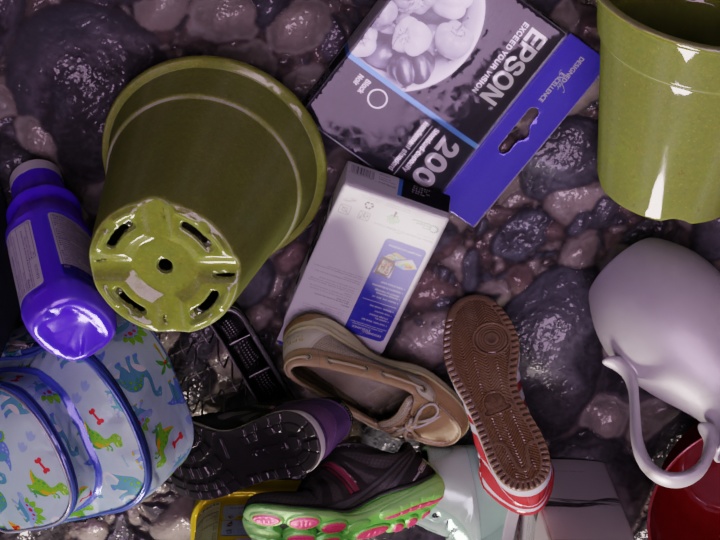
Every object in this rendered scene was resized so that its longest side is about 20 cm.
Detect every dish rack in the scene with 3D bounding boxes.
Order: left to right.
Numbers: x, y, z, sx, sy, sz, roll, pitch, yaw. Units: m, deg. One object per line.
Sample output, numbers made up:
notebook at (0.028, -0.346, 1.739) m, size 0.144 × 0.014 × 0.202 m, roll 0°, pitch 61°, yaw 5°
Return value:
dish rack at (-0.165, 0.123, 1.734) m, size 0.200 × 0.055 × 0.154 m, roll -26°, pitch 110°, yaw 10°

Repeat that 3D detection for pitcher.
pitcher at (0.272, 0.081, 1.635) m, size 0.171 × 0.200 × 0.121 m, roll -29°, pitch 154°, yaw -21°

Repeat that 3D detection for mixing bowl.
mixing bowl at (0.358, 0.204, 1.745) m, size 0.200 × 0.108 × 0.200 m, roll 0°, pitch 113°, yaw 0°

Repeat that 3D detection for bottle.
bottle at (-0.261, -0.016, 1.595) m, size 0.065 × 0.200 × 0.084 m, roll -33°, pitch 135°, yaw 10°

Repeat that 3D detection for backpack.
backpack at (-0.257, 0.136, 1.641) m, size 0.200 × 0.147 × 0.183 m, roll -15°, pitch 104°, yaw 35°

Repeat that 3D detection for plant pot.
plant pot at (-0.140, -0.047, 1.563) m, size 0.200 × 0.190 × 0.200 m, roll 4°, pitch 121°, yaw 7°
plant pot at (0.272, -0.149, 1.571) m, size 0.200 × 0.200 × 0.190 m, roll 6°, pitch 126°, yaw -3°

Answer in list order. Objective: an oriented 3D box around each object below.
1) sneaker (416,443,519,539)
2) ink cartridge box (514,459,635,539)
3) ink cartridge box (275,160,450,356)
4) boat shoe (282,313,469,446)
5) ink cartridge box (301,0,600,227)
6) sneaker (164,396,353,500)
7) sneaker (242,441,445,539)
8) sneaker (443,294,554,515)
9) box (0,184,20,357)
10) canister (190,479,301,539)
sneaker at (0.083, 0.254, 1.779) m, size 0.118 × 0.074 × 0.201 m, roll 7°, pitch 103°, yaw -10°
ink cartridge box at (0.197, 0.281, 1.728) m, size 0.084 × 0.200 × 0.146 m, roll 2°, pitch 113°, yaw -5°
ink cartridge box at (0.000, 0.000, 1.675) m, size 0.099 × 0.039 × 0.200 m, roll 19°, pitch 128°, yaw -9°
boat shoe at (0.014, 0.113, 1.700) m, size 0.201 × 0.063 × 0.073 m, roll 35°, pitch 123°, yaw -24°
ink cartridge box at (0.082, -0.157, 1.627) m, size 0.200 × 0.043 × 0.198 m, roll 33°, pitch 108°, yaw -15°
sneaker at (-0.096, 0.154, 1.682) m, size 0.200 × 0.088 × 0.076 m, roll -8°, pitch 101°, yaw 32°
sneaker at (-0.022, 0.200, 1.678) m, size 0.200 × 0.084 × 0.077 m, roll -7°, pitch 144°, yaw -33°
sneaker at (0.125, 0.127, 1.707) m, size 0.071 × 0.200 × 0.113 m, roll -16°, pitch 152°, yaw 0°
box at (-0.405, 0.019, 1.607) m, size 0.196 × 0.200 × 0.124 m, roll -9°, pitch 112°, yaw 3°
canister at (-0.086, 0.276, 1.719) m, size 0.148 × 0.200 × 0.087 m, roll 1°, pitch 112°, yaw -1°
